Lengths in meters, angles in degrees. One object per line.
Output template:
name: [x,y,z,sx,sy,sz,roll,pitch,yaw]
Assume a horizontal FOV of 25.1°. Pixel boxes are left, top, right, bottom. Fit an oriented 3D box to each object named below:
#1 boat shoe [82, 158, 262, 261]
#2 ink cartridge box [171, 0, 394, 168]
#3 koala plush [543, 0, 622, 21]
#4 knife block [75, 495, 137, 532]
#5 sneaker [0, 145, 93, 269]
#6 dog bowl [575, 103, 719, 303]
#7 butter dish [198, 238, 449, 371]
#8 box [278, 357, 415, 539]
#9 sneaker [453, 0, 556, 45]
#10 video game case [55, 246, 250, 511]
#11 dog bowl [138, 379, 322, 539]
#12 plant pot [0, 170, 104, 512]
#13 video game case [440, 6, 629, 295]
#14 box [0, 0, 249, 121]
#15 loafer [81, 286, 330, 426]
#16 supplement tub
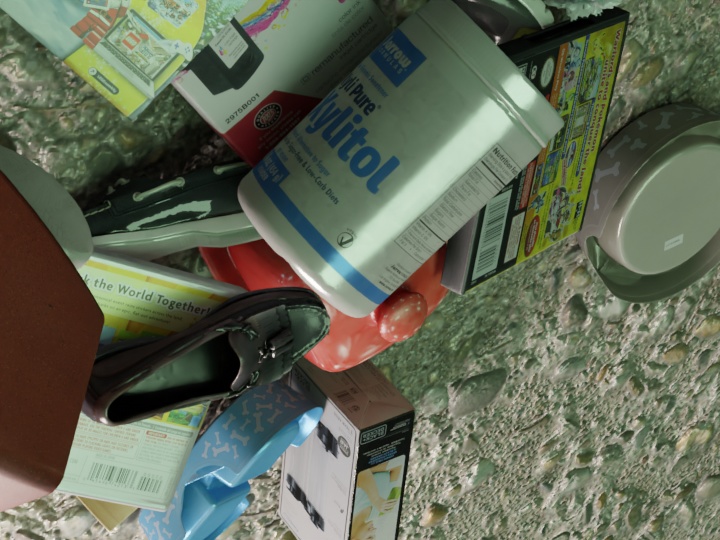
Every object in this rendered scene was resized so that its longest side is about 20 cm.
boat shoe: [-0.153,-0.042,1.195,0.199,0.061,0.076,-9,168,-13]
ink cartridge box: [-0.087,-0.188,1.107,0.146,0.083,0.200,-42,139,1]
koala plush: [0.093,-0.256,1.070,0.184,0.200,0.178,-43,143,-29]
knife block: [-0.227,0.115,1.283,0.064,0.176,0.200,-40,-176,-1]
sneaker: [-0.276,-0.043,1.067,0.200,0.075,0.089,29,118,-15]
dog bowl: [0.285,-0.067,1.515,0.200,0.059,0.201,-20,134,-22]
butter dish: [0.000,0.000,1.284,0.199,0.148,0.200,-34,138,-8]
box: [-0.016,0.173,1.443,0.060,0.117,0.201,-17,131,-29]
sneaker: [0.114,-0.155,1.278,0.085,0.074,0.200,-59,142,-17]
video game case: [-0.198,0.074,1.169,0.200,0.023,0.183,16,102,-30]
dog bowl: [-0.114,0.169,1.375,0.200,0.050,0.111,-49,166,21]
plant pot: [-0.276,0.055,0.992,0.200,0.200,0.176,-22,134,35]
video game case: [0.139,-0.097,1.281,0.181,0.025,0.201,-26,134,-46]
box: [-0.163,-0.204,0.968,0.137,0.038,0.200,-44,119,7]
loafer: [-0.107,0.069,1.161,0.199,0.063,0.072,-18,115,-19]
supplement tub: [0.026,-0.077,1.116,0.200,0.132,0.132,-45,139,6]
